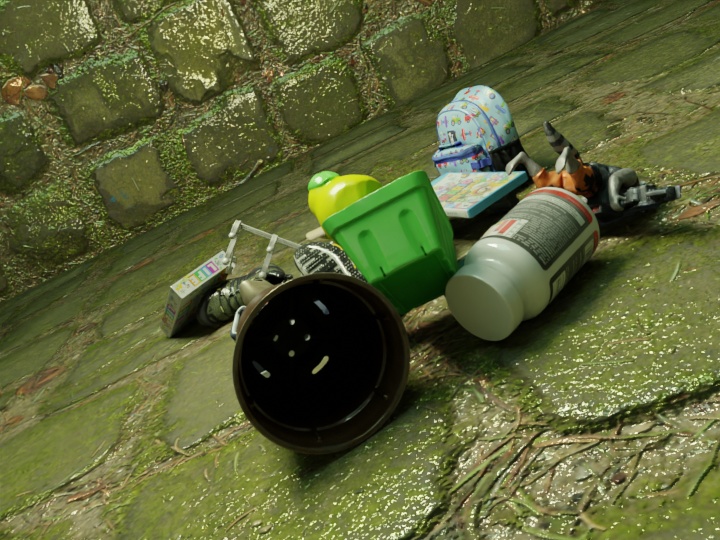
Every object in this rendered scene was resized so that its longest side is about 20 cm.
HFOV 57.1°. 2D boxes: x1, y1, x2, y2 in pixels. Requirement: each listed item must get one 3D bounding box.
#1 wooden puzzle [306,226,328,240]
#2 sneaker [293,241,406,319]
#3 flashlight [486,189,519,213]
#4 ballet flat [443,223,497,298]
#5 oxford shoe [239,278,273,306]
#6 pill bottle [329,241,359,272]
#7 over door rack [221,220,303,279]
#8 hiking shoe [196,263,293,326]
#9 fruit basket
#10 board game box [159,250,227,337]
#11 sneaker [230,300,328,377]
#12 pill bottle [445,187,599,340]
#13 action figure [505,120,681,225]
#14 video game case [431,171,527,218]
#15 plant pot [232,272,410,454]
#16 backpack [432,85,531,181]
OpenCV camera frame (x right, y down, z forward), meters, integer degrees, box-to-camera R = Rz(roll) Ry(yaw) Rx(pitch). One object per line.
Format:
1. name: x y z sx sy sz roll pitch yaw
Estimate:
1. wooden puzzle: 0.013 -0.093 1.323 0.185 0.037 0.200 -23 -7 24
2. sneaker: -0.024 0.033 0.942 0.074 0.080 0.200 -33 59 -33
3. flashlight: 0.189 -0.118 1.214 0.200 0.068 0.068 -8 24 34
4. ballet flat: 0.169 0.001 0.951 0.200 0.067 0.062 -38 -6 -40
5. oxford shoe: -0.163 0.044 1.154 0.070 0.075 0.200 -38 -5 -4
6. pill bottle: 0.000 0.000 1.069 0.112 0.112 0.200 -36 21 -24
7. over door rack: -0.167 -0.005 1.177 0.200 0.148 0.067 122 168 -65
8. hiking shoe: -0.233 0.046 1.316 0.200 0.076 0.101 -33 16 -21
9. fruit basket: 0.026 -0.061 0.836 0.155 0.216 0.216 -27 19 8
10. board game box: -0.341 0.052 1.367 0.134 0.034 0.200 -40 -7 -34
11. sneaker: -0.120 0.077 1.032 0.070 0.109 0.200 -9 26 41
12. pill bottle: 0.201 -0.010 0.821 0.200 0.116 0.116 -39 22 -33
13. action figure: 0.323 -0.123 0.875 0.200 0.193 0.105 -14 62 63
14. video game case: 0.169 -0.135 1.150 0.143 0.018 0.200 -34 23 -25
15. plant pot: -0.067 0.095 0.813 0.200 0.200 0.198 -31 12 -12
16. backpack: 0.219 -0.243 1.273 0.134 0.200 0.183 -31 20 -20
